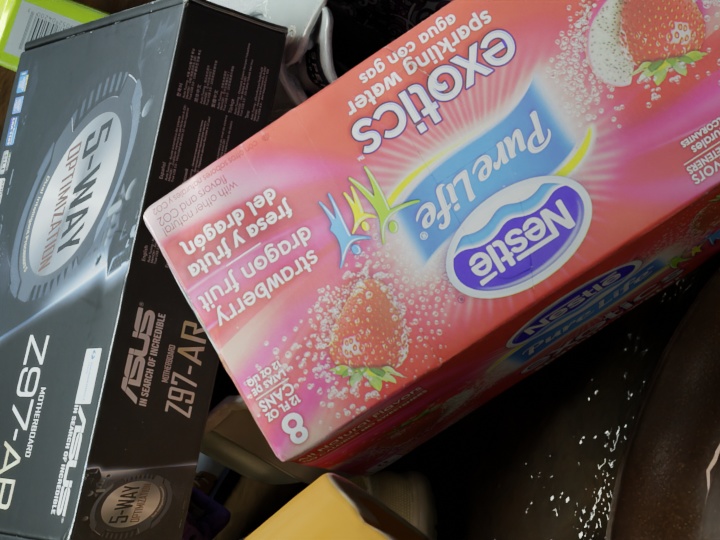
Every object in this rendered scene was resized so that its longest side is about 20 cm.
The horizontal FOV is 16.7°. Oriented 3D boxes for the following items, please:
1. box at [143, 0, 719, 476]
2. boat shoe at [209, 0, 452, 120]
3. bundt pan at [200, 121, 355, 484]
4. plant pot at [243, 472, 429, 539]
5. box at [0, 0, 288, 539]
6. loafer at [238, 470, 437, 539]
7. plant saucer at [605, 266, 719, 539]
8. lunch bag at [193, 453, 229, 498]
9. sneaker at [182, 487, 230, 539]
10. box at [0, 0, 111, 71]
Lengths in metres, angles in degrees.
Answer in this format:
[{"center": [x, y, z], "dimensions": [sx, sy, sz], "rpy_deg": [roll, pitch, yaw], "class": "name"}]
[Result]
[{"center": [0.047, -0.026, 0.767], "dimensions": [0.199, 0.100, 0.096], "rpy_deg": [-33, 76, 10], "class": "box"}, {"center": [-0.002, -0.094, 0.896], "dimensions": [0.200, 0.070, 0.072], "rpy_deg": [-24, 29, 39], "class": "boat shoe"}, {"center": [0.000, 0.000, 0.935], "dimensions": [0.201, 0.076, 0.202], "rpy_deg": [-38, 27, 23], "class": "bundt pan"}, {"center": [-0.019, 0.174, 0.785], "dimensions": [0.184, 0.200, 0.200], "rpy_deg": [-52, 28, 0], "class": "plant pot"}, {"center": [-0.100, 0.008, 0.913], "dimensions": [0.160, 0.043, 0.202], "rpy_deg": [-2, 74, 61], "class": "box"}, {"center": [-0.041, 0.138, 0.960], "dimensions": [0.200, 0.068, 0.076], "rpy_deg": [-45, 35, 39], "class": "loafer"}, {"center": [0.142, 0.067, 0.713], "dimensions": [0.200, 0.032, 0.201], "rpy_deg": [-40, 38, 42], "class": "plant saucer"}, {"center": [-0.112, 0.020, 1.072], "dimensions": [0.201, 0.159, 0.076], "rpy_deg": [-64, 28, 12], "class": "lunch bag"}, {"center": [-0.098, 0.128, 1.041], "dimensions": [0.081, 0.083, 0.201], "rpy_deg": [-118, 29, -45], "class": "sneaker"}, {"center": [-0.167, -0.126, 1.316], "dimensions": [0.200, 0.121, 0.048], "rpy_deg": [26, 96, 63], "class": "box"}]
